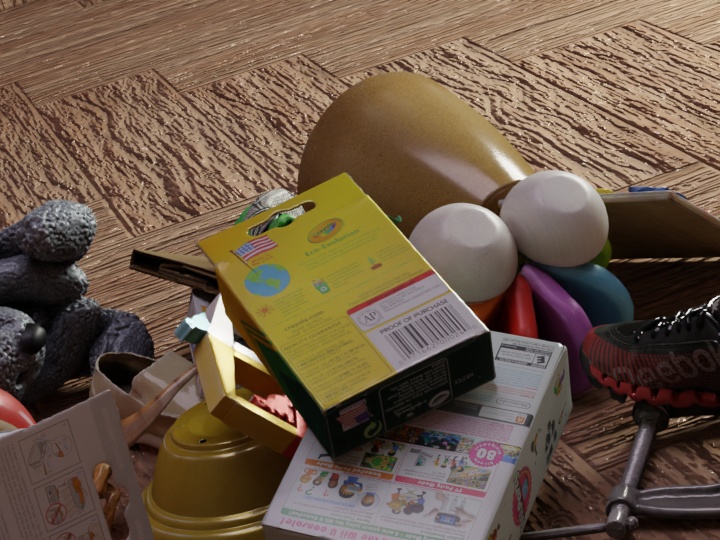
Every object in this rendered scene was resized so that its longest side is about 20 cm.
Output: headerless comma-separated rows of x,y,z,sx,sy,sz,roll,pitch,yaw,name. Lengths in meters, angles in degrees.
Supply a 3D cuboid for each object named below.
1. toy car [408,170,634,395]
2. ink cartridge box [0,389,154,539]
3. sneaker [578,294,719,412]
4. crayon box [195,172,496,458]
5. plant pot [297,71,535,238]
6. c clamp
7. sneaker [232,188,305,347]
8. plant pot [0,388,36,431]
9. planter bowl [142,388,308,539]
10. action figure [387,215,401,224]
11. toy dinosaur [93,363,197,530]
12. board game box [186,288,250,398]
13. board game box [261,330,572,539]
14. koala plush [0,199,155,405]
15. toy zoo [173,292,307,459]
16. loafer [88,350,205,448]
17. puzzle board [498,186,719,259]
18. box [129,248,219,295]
0.119,0.034,1.607,0.199,0.175,0.150,-20,57,-25,toy car
-0.244,0.181,1.432,0.199,0.163,0.050,-25,25,-26,ink cartridge box
0.237,0.052,1.468,0.200,0.098,0.071,11,31,39,sneaker
-0.012,0.026,1.436,0.127,0.051,0.200,-25,45,-15,crayon box
0.076,-0.059,1.827,0.186,0.187,0.200,-25,29,-25,plant pot
0.212,0.127,1.451,0.170,0.027,0.200,-4,22,25,c clamp
-0.059,-0.014,1.687,0.078,0.085,0.200,21,25,-13,sneaker
-0.333,0.151,1.529,0.182,0.201,0.200,11,32,38,plant pot
-0.083,0.140,1.541,0.199,0.084,0.201,-12,21,5,planter bowl
0.000,0.000,1.616,0.118,0.055,0.200,-55,-4,-3,action figure
-0.193,0.137,1.575,0.200,0.060,0.107,-33,41,24,toy dinosaur
-0.067,0.065,1.701,0.134,0.034,0.200,8,14,-10,board game box
0.041,0.126,1.402,0.147,0.064,0.200,9,45,20,board game box
-0.308,0.067,1.787,0.183,0.178,0.200,-18,18,26,koala plush
-0.047,0.088,1.502,0.020,0.200,0.131,-50,24,23,toy zoo
-0.147,0.103,1.700,0.199,0.069,0.076,1,25,35,loafer
0.223,-0.038,1.722,0.150,0.017,0.200,-1,-13,32,puzzle board
-0.075,0.009,1.833,0.199,0.021,0.163,5,6,-38,box
